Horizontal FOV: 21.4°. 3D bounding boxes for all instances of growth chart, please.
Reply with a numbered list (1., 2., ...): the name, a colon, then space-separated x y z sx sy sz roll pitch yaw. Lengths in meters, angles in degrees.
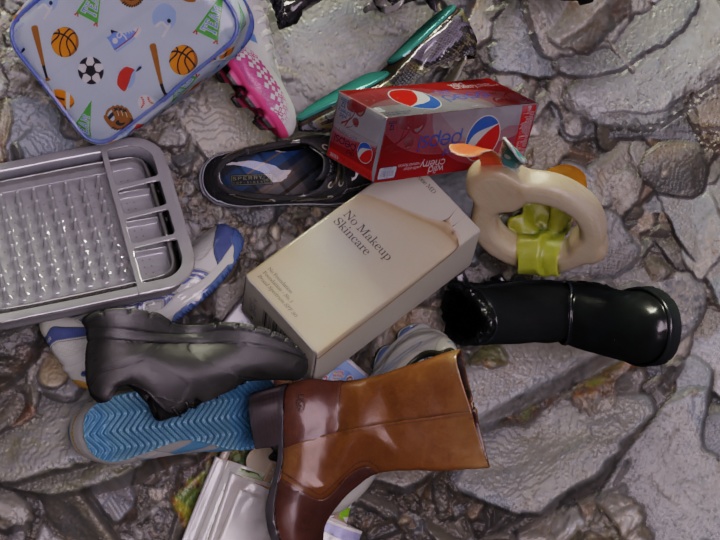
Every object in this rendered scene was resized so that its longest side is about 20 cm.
1. growth chart: -0.070 0.253 1.748 0.199 0.018 0.145 33 79 -13

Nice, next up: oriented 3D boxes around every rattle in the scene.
1. rattle: 0.154 -0.098 1.729 0.200 0.130 0.143 46 60 -34

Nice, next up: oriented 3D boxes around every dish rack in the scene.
1. dish rack: -0.253 -0.027 1.657 0.198 0.044 0.172 -11 56 -12

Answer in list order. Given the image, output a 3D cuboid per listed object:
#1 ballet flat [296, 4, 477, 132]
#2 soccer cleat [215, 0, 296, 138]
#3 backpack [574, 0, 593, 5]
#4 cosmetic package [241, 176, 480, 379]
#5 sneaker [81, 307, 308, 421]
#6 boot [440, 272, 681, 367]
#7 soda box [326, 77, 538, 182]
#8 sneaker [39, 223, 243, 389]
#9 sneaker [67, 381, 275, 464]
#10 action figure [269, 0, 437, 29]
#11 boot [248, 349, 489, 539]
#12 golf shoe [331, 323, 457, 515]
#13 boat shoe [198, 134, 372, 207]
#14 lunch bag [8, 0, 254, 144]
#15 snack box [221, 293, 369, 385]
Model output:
1. ballet flat: 0.033 -0.168 1.766 0.200 0.072 0.072 -37 98 -18
2. soccer cleat: -0.106 -0.216 1.725 0.086 0.070 0.200 -38 95 -10
3. backpack: 0.168 -0.364 1.771 0.166 0.126 0.201 11 65 -28
4. cosmetic package: 0.000 0.000 1.720 0.200 0.073 0.104 -38 72 -22
5. sneaker: -0.143 0.086 1.634 0.198 0.076 0.092 6 80 -14
6. boot: 0.176 0.044 1.739 0.161 0.198 0.074 1 98 -25
7. soda box: 0.066 -0.129 1.728 0.199 0.070 0.064 -9 120 -43
8. sneaker: -0.194 0.013 1.692 0.200 0.075 0.088 -41 98 -15
9. sneaker: -0.162 0.128 1.696 0.199 0.081 0.077 -3 87 -27
10. action figure: 0.007 -0.284 1.750 0.199 0.102 0.120 -18 85 -14
11. boot: 0.016 0.177 1.666 0.198 0.068 0.190 -10 86 11
12. golf shoe: 0.017 0.134 1.712 0.078 0.097 0.201 36 81 -14
13. boat shoe: -0.047 -0.094 1.743 0.198 0.066 0.071 -3 89 -16
14. lunch bag: -0.198 -0.219 1.662 0.200 0.076 0.161 -37 92 15
15. snack box: -0.044 0.100 1.758 0.200 0.024 0.072 41 77 -11
